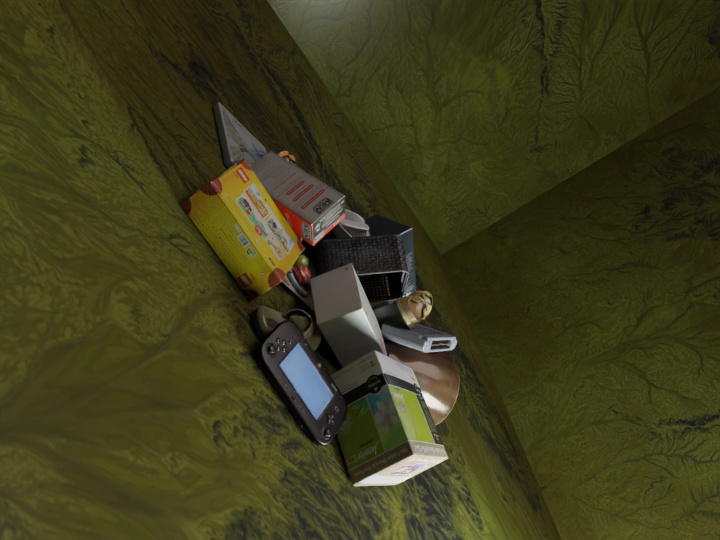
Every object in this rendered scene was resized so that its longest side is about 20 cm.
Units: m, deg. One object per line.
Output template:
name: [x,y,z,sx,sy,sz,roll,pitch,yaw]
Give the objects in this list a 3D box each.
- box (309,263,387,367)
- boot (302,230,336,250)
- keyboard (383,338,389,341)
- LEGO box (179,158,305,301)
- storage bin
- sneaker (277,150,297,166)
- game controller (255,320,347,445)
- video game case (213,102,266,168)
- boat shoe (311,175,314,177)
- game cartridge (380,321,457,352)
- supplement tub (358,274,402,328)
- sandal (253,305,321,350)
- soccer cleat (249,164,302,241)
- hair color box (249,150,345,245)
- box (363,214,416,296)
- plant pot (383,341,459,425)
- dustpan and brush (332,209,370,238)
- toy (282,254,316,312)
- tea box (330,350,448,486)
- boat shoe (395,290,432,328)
box: [-0.021,0.108,1.143,0.126,0.095,0.202,-105,174,-45]
boot: [-0.114,-0.089,1.315,0.211,0.079,0.158,46,11,-15]
keyboard: [0.078,0.169,1.444,0.104,0.039,0.206,-11,103,-68]
LEGO box: [-0.198,-0.075,0.968,0.202,0.076,0.150,56,23,-14]
storage bin: [0.000,0.000,1.226,0.136,0.194,0.096,98,-14,-61]
sneaker: [-0.181,-0.225,1.282,0.200,0.077,0.079,-40,108,-75]
game controller: [-0.092,0.182,0.904,0.104,0.042,0.202,-43,106,-44]
video game case: [-0.260,-0.264,1.269,0.182,0.022,0.203,42,24,-52]
boat shoe: [-0.120,-0.143,1.174,0.091,0.071,0.200,46,23,-1]
game cartridge: [0.132,0.153,1.289,0.131,0.042,0.199,20,5,31]
supplement tub: [0.013,0.051,1.363,0.144,0.143,0.203,31,32,-62]
sandal: [-0.116,0.103,0.985,0.081,0.057,0.200,66,15,21]
soccer cleat: [-0.183,-0.134,1.158,0.202,0.069,0.086,55,-8,-26]
hair color box: [-0.134,-0.143,1.066,0.198,0.101,0.062,33,-33,23]
box: [0.062,-0.026,1.494,0.147,0.106,0.204,27,-47,44]
plant pot: [0.095,0.241,1.269,0.198,0.186,0.189,30,30,-36]
dustpan and brush: [-0.042,-0.110,1.316,0.196,0.058,0.141,13,38,-28]
toy: [-0.132,-0.003,1.158,0.200,0.047,0.117,45,23,-46]
tea box: [0.048,0.286,1.050,0.200,0.132,0.200,37,26,-57]
boat shoe: [0.131,0.080,1.286,0.075,0.066,0.200,59,14,-2]
